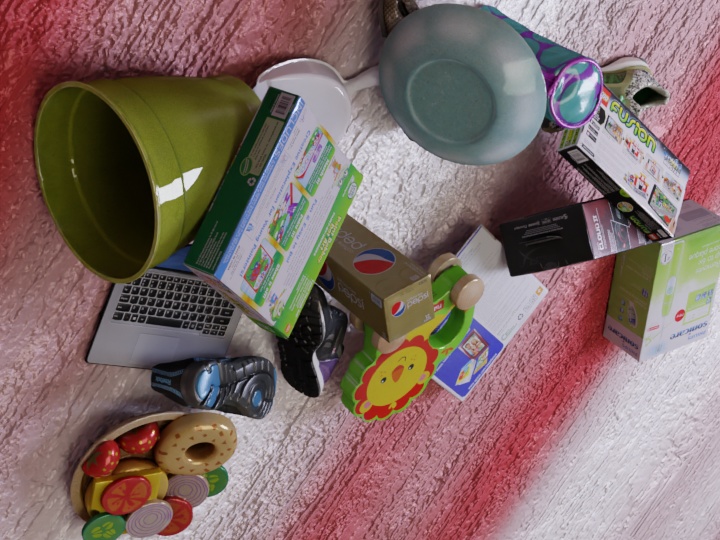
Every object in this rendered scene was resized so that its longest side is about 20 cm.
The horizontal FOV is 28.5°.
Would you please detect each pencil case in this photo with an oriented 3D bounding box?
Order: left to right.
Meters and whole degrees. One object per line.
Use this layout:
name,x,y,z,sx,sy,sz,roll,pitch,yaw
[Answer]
pencil case,0.193,-0.237,1.647,0.092,0.200,0.086,18,105,-41

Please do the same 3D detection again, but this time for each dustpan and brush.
dustpan and brush,-0.036,-0.191,1.605,0.198,0.057,0.141,-21,129,-19

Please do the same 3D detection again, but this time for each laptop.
laptop,-0.176,0.049,1.588,0.186,0.116,0.202,10,109,-41

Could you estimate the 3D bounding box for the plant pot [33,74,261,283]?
plant pot,-0.194,-0.113,1.438,0.192,0.199,0.203,-24,130,-41

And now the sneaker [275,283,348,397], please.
sneaker,-0.055,0.061,1.715,0.088,0.075,0.201,-51,160,-31

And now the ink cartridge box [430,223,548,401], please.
ink cartridge box,0.138,0.052,1.897,0.198,0.047,0.200,-51,133,0

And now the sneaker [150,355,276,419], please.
sneaker,-0.166,0.129,1.665,0.200,0.081,0.074,23,76,-62

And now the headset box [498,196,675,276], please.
headset box,0.290,-0.050,1.853,0.199,0.148,0.076,-14,90,-41

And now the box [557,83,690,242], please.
box,0.335,-0.137,1.790,0.200,0.035,0.111,39,57,-27

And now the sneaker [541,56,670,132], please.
sneaker,0.321,-0.221,1.840,0.198,0.088,0.078,-23,129,-26

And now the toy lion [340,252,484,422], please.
toy lion,0.061,0.098,1.798,0.199,0.069,0.193,-28,139,-25

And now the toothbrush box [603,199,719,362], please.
toothbrush box,0.450,0.014,2.095,0.144,0.086,0.202,-15,126,-31

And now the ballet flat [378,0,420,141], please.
ballet flat,0.062,-0.235,1.640,0.068,0.046,0.202,-62,148,-47

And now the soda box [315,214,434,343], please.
soda box,0.000,0.000,1.639,0.067,0.200,0.065,-27,130,-23

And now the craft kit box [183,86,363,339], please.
craft kit box,-0.083,-0.055,1.459,0.202,0.048,0.198,-65,151,-12

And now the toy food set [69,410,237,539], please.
toy food set,-0.245,0.245,1.677,0.198,0.049,0.200,-7,131,-28

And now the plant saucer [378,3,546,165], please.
plant saucer,0.106,-0.195,1.575,0.039,0.199,0.203,-55,148,-47
